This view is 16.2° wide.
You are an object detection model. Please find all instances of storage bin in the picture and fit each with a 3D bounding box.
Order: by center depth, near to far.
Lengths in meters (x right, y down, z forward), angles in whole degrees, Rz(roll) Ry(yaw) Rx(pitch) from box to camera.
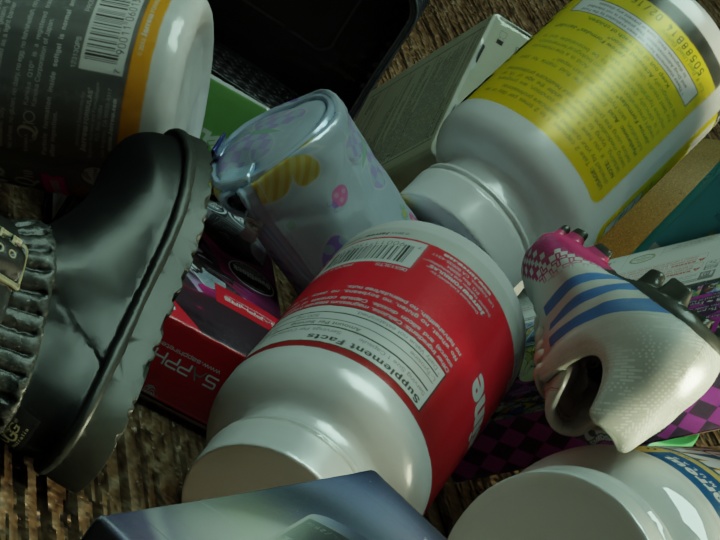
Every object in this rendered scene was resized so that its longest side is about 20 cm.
[{"bbox_3d":[-0.062,-0.200,1.798,0.199,0.136,0.094,33,18,-3],"label":"storage bin"}]

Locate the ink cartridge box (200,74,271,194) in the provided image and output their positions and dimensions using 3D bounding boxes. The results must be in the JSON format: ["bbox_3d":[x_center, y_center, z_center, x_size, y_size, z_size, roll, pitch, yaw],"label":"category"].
[{"bbox_3d":[-0.096,-0.084,1.464,0.103,0.060,0.200,30,0,16],"label":"ink cartridge box"}]

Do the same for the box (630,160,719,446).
[{"bbox_3d":[0.186,0.017,1.431,0.082,0.200,0.049,42,31,1],"label":"box"}]

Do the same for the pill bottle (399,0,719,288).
[{"bbox_3d":[0.113,-0.072,1.428,0.111,0.200,0.112,37,-26,22],"label":"pill bottle"}]

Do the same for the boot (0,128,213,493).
[{"bbox_3d":[-0.160,-0.016,1.145,0.157,0.079,0.212,30,44,-14],"label":"boot"}]

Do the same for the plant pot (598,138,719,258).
[{"bbox_3d":[0.207,-0.011,1.603,0.199,0.188,0.186,22,18,1],"label":"plant pot"}]

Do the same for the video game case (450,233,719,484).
[{"bbox_3d":[0.155,0.036,1.317,0.036,0.199,0.181,66,28,-18],"label":"video game case"}]

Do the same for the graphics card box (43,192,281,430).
[{"bbox_3d":[-0.105,0.005,1.334,0.125,0.051,0.200,28,18,-17],"label":"graphics card box"}]

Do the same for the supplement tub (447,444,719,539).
[{"bbox_3d":[0.138,0.157,1.213,0.145,0.145,0.199,43,20,28],"label":"supplement tub"}]

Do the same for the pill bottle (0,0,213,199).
[{"bbox_3d":[-0.182,-0.104,1.293,0.198,0.117,0.116,11,17,5],"label":"pill bottle"}]

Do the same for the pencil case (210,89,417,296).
[{"bbox_3d":[0.000,0.000,1.364,0.201,0.083,0.091,55,34,-25],"label":"pencil case"}]

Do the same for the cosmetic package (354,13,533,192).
[{"bbox_3d":[0.051,-0.077,1.575,0.073,0.104,0.200,31,-19,-13],"label":"cosmetic package"}]

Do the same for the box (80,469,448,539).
[{"bbox_3d":[-0.005,0.186,0.926,0.200,0.124,0.198,41,20,22],"label":"box"}]

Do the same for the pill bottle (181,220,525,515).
[{"bbox_3d":[-0.004,0.067,1.194,0.112,0.113,0.200,35,37,4],"label":"pill bottle"}]

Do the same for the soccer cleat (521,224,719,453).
[{"bbox_3d":[0.107,0.034,1.224,0.070,0.086,0.200,43,-4,-17],"label":"soccer cleat"}]

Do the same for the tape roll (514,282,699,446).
[{"bbox_3d":[0.119,0.063,1.586,0.200,0.048,0.201,31,18,-11],"label":"tape roll"}]
